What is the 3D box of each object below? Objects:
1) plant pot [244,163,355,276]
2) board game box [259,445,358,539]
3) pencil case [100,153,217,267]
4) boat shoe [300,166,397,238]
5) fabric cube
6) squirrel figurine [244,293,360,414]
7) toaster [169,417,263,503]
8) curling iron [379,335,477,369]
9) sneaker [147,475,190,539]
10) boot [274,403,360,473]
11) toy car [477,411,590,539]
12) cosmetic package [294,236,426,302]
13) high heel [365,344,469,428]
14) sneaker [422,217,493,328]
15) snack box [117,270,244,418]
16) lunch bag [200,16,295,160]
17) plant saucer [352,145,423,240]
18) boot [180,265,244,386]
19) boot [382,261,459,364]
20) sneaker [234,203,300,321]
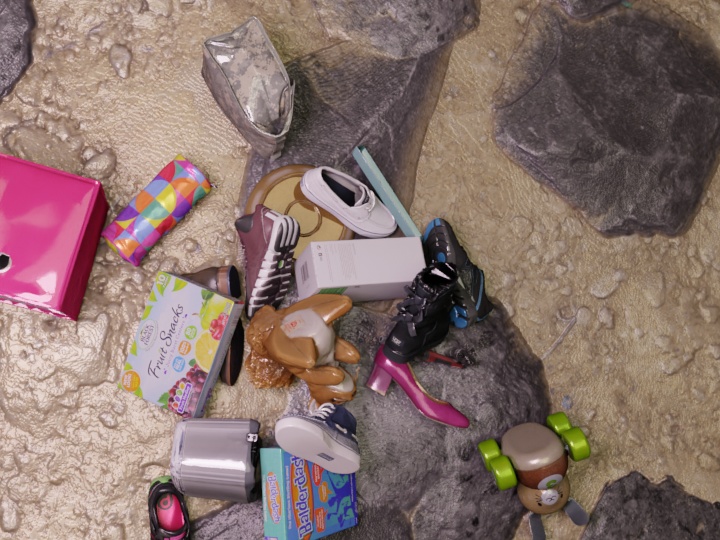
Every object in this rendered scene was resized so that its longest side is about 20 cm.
[{"bbox_3d":[-0.102,-0.090,1.485,0.199,0.027,0.201,1,83,-12],"label":"plant pot"},{"bbox_3d":[-0.079,0.350,1.367,0.200,0.045,0.153,4,81,-56],"label":"board game box"},{"bbox_3d":[-0.332,-0.099,1.405,0.088,0.088,0.200,45,77,-4],"label":"pencil case"},{"bbox_3d":[-0.008,-0.116,1.463,0.199,0.065,0.074,23,66,-29],"label":"boat shoe"},{"bbox_3d":[-0.510,-0.049,1.298,0.195,0.200,0.201,17,79,-9],"label":"fabric cube"},{"bbox_3d":[-0.093,0.146,1.404,0.199,0.187,0.142,4,49,26],"label":"squirrel figurine"},{"bbox_3d":[-0.221,0.293,1.324,0.128,0.200,0.114,3,64,-3],"label":"toaster"},{"bbox_3d":[0.119,0.137,1.486,0.199,0.026,0.050,14,104,-24],"label":"curling iron"},{"bbox_3d":[-0.302,0.430,1.350,0.076,0.084,0.201,-13,87,-13],"label":"sneaker"},{"bbox_3d":[-0.067,0.243,1.323,0.072,0.200,0.091,-19,52,21],"label":"boot"},{"bbox_3d":[0.319,0.375,1.474,0.163,0.158,0.201,-21,100,-2],"label":"toy car"},{"bbox_3d":[0.000,0.000,1.435,0.199,0.108,0.085,-3,71,-21],"label":"cosmetic package"},{"bbox_3d":[0.113,0.198,1.476,0.199,0.067,0.097,26,89,-5],"label":"high heel"},{"bbox_3d":[0.173,0.001,1.525,0.082,0.073,0.201,-17,89,-36],"label":"sneaker"},{"bbox_3d":[-0.287,0.118,1.362,0.142,0.053,0.201,21,92,14],"label":"snack box"},{"bbox_3d":[-0.174,-0.291,1.420,0.117,0.164,0.201,-29,91,-12],"label":"lunch bag"},{"bbox_3d":[0.048,-0.133,1.507,0.019,0.070,0.201,-34,92,14],"label":"plant saucer"},{"bbox_3d":[-0.250,0.092,1.422,0.096,0.075,0.201,-1,92,11],"label":"boot"},{"bbox_3d":[0.117,0.056,1.412,0.073,0.163,0.198,34,33,18],"label":"boot"},{"bbox_3d":[-0.173,-0.021,1.435,0.115,0.075,0.201,35,116,30],"label":"sneaker"}]
